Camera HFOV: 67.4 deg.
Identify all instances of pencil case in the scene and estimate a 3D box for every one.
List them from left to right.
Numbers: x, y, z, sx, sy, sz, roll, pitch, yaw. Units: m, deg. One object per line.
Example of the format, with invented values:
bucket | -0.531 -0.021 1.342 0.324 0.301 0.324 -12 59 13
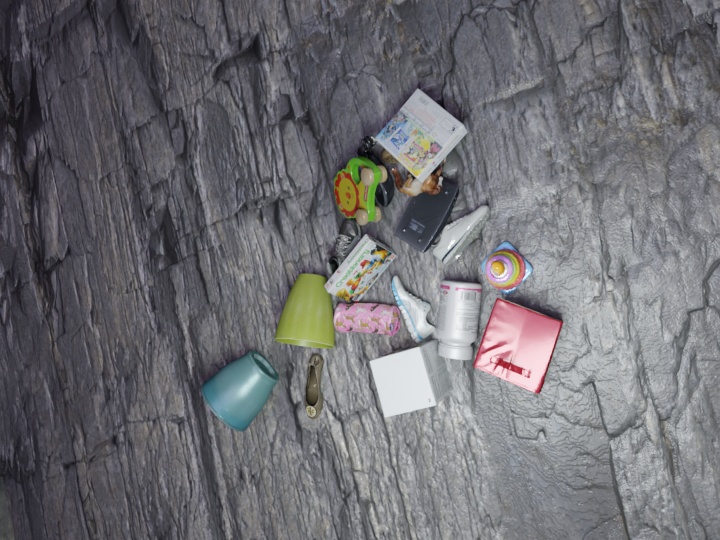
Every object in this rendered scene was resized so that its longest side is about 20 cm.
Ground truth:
pencil case | 0.018 0.144 1.595 0.195 0.084 0.088 2 48 23

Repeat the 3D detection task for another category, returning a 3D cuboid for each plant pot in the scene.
plant pot | -0.367 0.364 1.711 0.188 0.200 0.200 -45 73 1
plant pot | -0.156 0.120 1.633 0.183 0.187 0.205 1 75 23

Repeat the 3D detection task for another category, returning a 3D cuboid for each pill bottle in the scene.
pill bottle | 0.266 0.132 1.469 0.111 0.113 0.205 6 92 23

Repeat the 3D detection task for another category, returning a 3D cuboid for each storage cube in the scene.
storage cube | 0.404 0.185 1.367 0.168 0.199 0.184 20 91 22

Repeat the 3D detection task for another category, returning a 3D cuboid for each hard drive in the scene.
hard drive | 0.189 -0.161 1.520 0.134 0.042 0.203 35 100 39

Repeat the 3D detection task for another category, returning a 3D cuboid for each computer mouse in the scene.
computer mouse | 0.056 -0.287 1.573 0.052 0.138 0.204 -20 87 -14

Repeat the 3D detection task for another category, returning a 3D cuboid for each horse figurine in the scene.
horse figurine | 0.165 -0.257 1.510 0.197 0.049 0.136 -4 67 44

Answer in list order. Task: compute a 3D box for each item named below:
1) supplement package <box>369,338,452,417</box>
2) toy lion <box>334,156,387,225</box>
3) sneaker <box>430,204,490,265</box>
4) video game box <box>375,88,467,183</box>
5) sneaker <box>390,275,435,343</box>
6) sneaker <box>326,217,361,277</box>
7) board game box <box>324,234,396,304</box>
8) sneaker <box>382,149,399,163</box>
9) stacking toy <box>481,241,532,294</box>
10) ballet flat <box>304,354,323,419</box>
supplement package | 0.142 0.288 1.474 0.149 0.199 0.154 -19 83 21
toy lion | -0.013 -0.238 1.571 0.191 0.068 0.204 43 137 38
sneaker | 0.275 -0.110 1.491 0.201 0.076 0.081 -49 63 14
video game box | 0.162 -0.369 1.477 0.182 0.047 0.201 -45 59 7
sneaker | 0.154 0.099 1.549 0.085 0.075 0.203 -27 85 10
sneaker | -0.052 -0.057 1.605 0.073 0.115 0.205 6 93 23
board game box | 0.000 0.000 1.578 0.201 0.125 0.035 -51 44 15
sneaker | 0.154 -0.374 1.551 0.196 0.067 0.092 -9 74 26
stacking toy | 0.361 -0.004 1.380 0.110 0.199 0.116 -46 75 16
ballet flat | -0.148 0.363 1.683 0.066 0.046 0.205 7 93 24
